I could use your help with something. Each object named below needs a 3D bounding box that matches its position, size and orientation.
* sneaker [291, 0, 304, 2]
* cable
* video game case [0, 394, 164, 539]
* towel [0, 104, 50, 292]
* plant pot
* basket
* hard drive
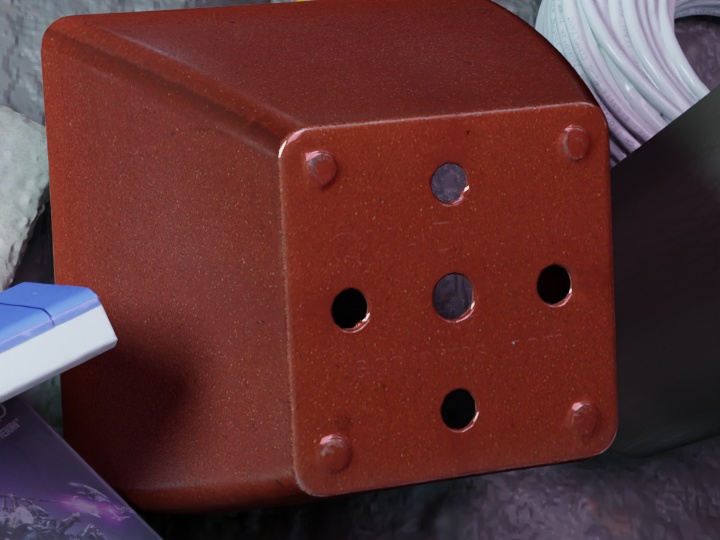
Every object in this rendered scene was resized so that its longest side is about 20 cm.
[{"bbox_3d":[-0.041,-0.054,1.230,0.075,0.090,0.201,29,58,-4],"label":"sneaker"},{"bbox_3d":[0.180,-0.101,1.352,0.199,0.069,0.201,16,59,-12],"label":"cable"},{"bbox_3d":[-0.106,0.134,1.067,0.200,0.019,0.143,44,30,5],"label":"video game case"},{"bbox_3d":[-0.209,0.000,1.174,0.132,0.034,0.201,26,59,-9],"label":"towel"},{"bbox_3d":[0.000,0.000,1.122,0.199,0.176,0.202,-6,100,-23],"label":"plant pot"},{"bbox_3d":[0.176,-0.011,1.210,0.136,0.199,0.181,25,44,-45],"label":"basket"},{"bbox_3d":[-0.196,0.058,1.055,0.199,0.132,0.026,-26,99,-16],"label":"hard drive"}]
